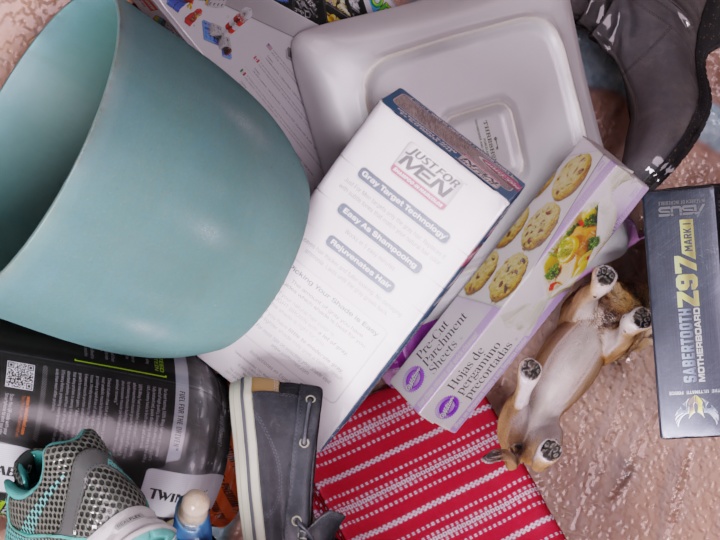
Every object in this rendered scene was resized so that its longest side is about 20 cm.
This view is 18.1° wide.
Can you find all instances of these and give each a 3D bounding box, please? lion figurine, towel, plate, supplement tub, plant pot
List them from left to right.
[{"bbox_3d":[-0.170,0.095,1.379,0.200,0.123,0.123,12,86,-18],"label":"supplement tub"},{"bbox_3d":[-0.128,-0.039,1.324,0.161,0.201,0.201,28,81,-26],"label":"plant pot"},{"bbox_3d":[0.052,0.163,1.462,0.144,0.022,0.200,-21,68,-19],"label":"towel"},{"bbox_3d":[0.071,-0.077,1.424,0.200,0.032,0.200,-18,100,-22],"label":"plate"},{"bbox_3d":[0.133,0.070,1.480,0.072,0.123,0.200,44,69,7],"label":"lion figurine"}]

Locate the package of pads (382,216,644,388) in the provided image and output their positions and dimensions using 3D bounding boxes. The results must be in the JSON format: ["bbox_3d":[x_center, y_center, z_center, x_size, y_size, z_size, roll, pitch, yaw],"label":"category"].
[{"bbox_3d":[0.076,-0.022,1.489,0.200,0.076,0.121,-32,95,-17],"label":"package of pads"}]

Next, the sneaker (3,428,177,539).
[{"bbox_3d":[-0.173,0.146,1.299,0.078,0.200,0.091,-25,83,-36],"label":"sneaker"}]

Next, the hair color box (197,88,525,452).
[{"bbox_3d":[0.000,0.000,1.365,0.100,0.061,0.200,38,109,4],"label":"hair color box"}]

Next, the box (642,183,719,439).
[{"bbox_3d":[0.227,0.022,1.485,0.051,0.200,0.158,-5,92,16],"label":"box"}]

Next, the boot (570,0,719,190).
[{"bbox_3d":[0.171,-0.150,1.512,0.132,0.070,0.200,31,51,-16],"label":"boot"}]

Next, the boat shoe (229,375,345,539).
[{"bbox_3d":[-0.038,0.159,1.323,0.062,0.075,0.200,-6,79,-4],"label":"boat shoe"}]

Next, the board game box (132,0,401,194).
[{"bbox_3d":[-0.035,-0.138,1.409,0.126,0.035,0.200,-46,110,-19],"label":"board game box"}]

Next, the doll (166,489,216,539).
[{"bbox_3d":[-0.086,0.188,1.274,0.048,0.200,0.137,-13,108,-9],"label":"doll"}]

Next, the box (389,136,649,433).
[{"bbox_3d":[0.099,0.009,1.406,0.039,0.041,0.200,30,102,-42],"label":"box"}]

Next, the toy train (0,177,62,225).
[{"bbox_3d":[-0.215,-0.036,1.411,0.200,0.034,0.046,-3,102,-20],"label":"toy train"}]

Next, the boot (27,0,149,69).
[{"bbox_3d":[-0.095,-0.107,1.429,0.200,0.072,0.167,-20,94,-23],"label":"boot"}]
